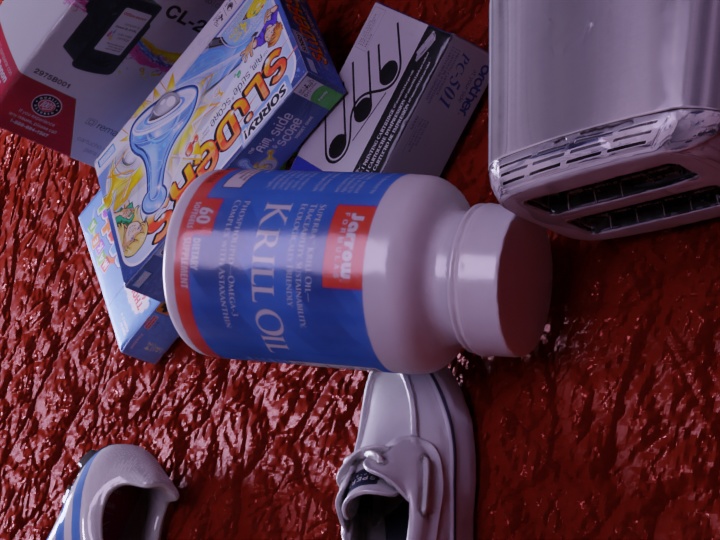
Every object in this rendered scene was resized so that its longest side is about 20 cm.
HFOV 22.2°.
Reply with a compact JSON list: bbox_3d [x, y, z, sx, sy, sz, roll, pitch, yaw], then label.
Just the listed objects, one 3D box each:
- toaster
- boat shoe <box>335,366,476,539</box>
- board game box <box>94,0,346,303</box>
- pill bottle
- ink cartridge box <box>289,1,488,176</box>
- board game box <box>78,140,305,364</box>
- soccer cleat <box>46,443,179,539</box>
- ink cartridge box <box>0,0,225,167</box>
[{"bbox_3d":[0.140,-0.095,0.944,0.200,0.114,0.129,-13,64,43],"label":"toaster"},{"bbox_3d":[0.021,0.124,1.006,0.074,0.065,0.200,-36,47,34],"label":"boat shoe"},{"bbox_3d":[-0.098,-0.093,1.223,0.200,0.034,0.135,-48,39,23],"label":"board game box"},{"bbox_3d":[0.000,0.000,1.026,0.200,0.112,0.112,2,72,27],"label":"pill bottle"},{"bbox_3d":[0.002,-0.061,1.143,0.094,0.044,0.200,34,99,53],"label":"ink cartridge box"},{"bbox_3d":[-0.115,-0.056,1.285,0.200,0.037,0.151,-48,41,21],"label":"board game box"},{"bbox_3d":[-0.182,0.209,1.197,0.086,0.070,0.200,21,87,52],"label":"soccer cleat"},{"bbox_3d":[-0.165,-0.178,1.317,0.200,0.146,0.083,-48,43,22],"label":"ink cartridge box"}]
